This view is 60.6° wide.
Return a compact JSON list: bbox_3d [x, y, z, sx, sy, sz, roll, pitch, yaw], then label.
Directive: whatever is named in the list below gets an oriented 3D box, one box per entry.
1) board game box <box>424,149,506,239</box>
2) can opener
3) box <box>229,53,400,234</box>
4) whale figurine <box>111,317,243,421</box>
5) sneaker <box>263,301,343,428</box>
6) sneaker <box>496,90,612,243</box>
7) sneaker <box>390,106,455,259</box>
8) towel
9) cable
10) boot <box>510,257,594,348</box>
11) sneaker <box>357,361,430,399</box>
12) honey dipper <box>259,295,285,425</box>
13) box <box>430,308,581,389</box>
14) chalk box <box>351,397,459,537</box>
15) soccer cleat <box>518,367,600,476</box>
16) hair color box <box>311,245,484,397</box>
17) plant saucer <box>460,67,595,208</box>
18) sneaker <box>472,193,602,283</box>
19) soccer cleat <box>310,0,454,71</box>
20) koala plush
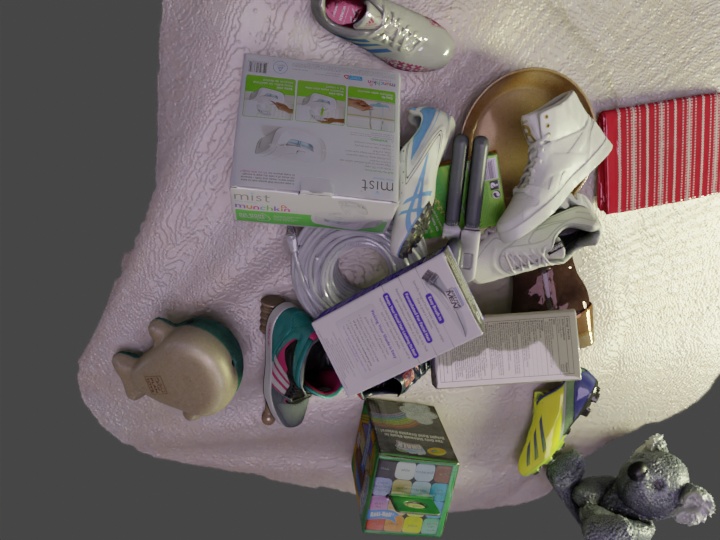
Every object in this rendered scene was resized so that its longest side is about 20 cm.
[{"bbox_3d":[0.097,-0.094,0.843,0.194,0.030,0.098,-11,111,10],"label":"board game box"},{"bbox_3d":[0.135,-0.071,0.803,0.051,0.067,0.207,6,110,7],"label":"can opener"},{"bbox_3d":[-0.052,-0.151,0.749,0.193,0.097,0.182,4,71,-8],"label":"box"},{"bbox_3d":[-0.254,0.133,0.873,0.194,0.104,0.163,-10,111,23],"label":"whale figurine"},{"bbox_3d":[-0.074,0.157,0.863,0.082,0.119,0.206,-21,124,-36],"label":"sneaker"},{"bbox_3d":[0.226,-0.141,0.799,0.200,0.073,0.116,-45,106,-9],"label":"sneaker"},{"bbox_3d":[0.066,-0.111,0.776,0.070,0.072,0.206,14,74,9],"label":"sneaker"},{"bbox_3d":[0.432,-0.168,0.883,0.193,0.023,0.149,-10,106,-5],"label":"towel"},{"bbox_3d":[0.000,0.000,0.848,0.193,0.070,0.206,1,114,5],"label":"cable"},{"bbox_3d":[0.243,0.055,0.921,0.194,0.072,0.171,-19,95,4],"label":"boot"},{"bbox_3d":[0.075,0.139,0.905,0.195,0.085,0.077,-23,109,1],"label":"sneaker"},{"bbox_3d":[-0.133,0.139,0.907,0.037,0.038,0.207,3,109,-7],"label":"honey dipper"},{"bbox_3d":[0.193,0.107,0.844,0.193,0.078,0.098,-3,84,1],"label":"box"},{"bbox_3d":[0.063,0.296,0.892,0.120,0.201,0.128,9,107,-9],"label":"chalk box"},{"bbox_3d":[0.301,0.237,0.985,0.083,0.064,0.204,34,107,15],"label":"soccer cleat"},{"bbox_3d":[0.048,0.065,0.785,0.196,0.065,0.112,-27,93,19],"label":"hair color box"},{"bbox_3d":[0.227,-0.172,0.850,0.193,0.036,0.207,-2,108,-5],"label":"plant saucer"},{"bbox_3d":[0.233,-0.033,0.841,0.196,0.082,0.076,-27,123,12],"label":"sneaker"},{"bbox_3d":[0.030,-0.297,0.762,0.194,0.087,0.072,17,106,-12],"label":"soccer cleat"},{"bbox_3d":[0.435,0.360,0.981,0.198,0.178,0.185,-37,119,6],"label":"koala plush"}]
